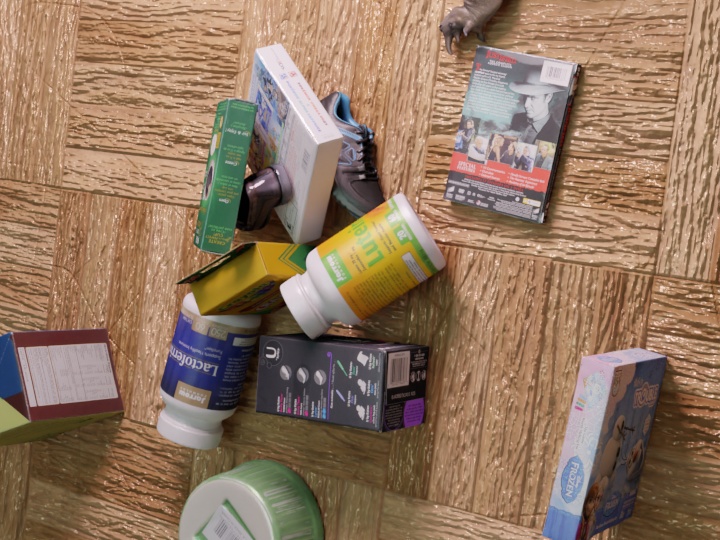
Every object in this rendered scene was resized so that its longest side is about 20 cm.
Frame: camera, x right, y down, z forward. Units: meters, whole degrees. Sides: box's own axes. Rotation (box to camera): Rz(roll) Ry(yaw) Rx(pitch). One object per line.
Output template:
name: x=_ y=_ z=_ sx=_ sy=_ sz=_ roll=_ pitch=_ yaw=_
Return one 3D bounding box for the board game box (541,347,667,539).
board game box: x=0.279 y=0.193 z=1.425 sx=0.043 sy=0.199 sz=0.201 roll=14 pitch=97 yaw=29

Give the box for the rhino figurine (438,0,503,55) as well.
rhino figurine: x=0.151 y=-0.367 z=1.600 sx=0.087 sy=0.060 sz=0.202 roll=32 pitch=107 yaw=31

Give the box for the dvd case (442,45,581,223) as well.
dvd case: x=0.189 y=-0.172 z=1.595 sx=0.145 sy=0.022 sz=0.202 roll=16 pitch=99 yaw=31

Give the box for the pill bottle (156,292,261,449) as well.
pill bottle: x=-0.218 y=0.142 z=1.791 sx=0.115 sy=0.115 sz=0.202 roll=22 pitch=101 yaw=30

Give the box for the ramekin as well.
ramekin: x=-0.158 y=0.368 z=1.757 sx=0.198 sy=0.097 sz=0.203 roll=-1 pitch=89 yaw=32

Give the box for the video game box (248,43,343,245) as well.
video game box: x=-0.096 y=-0.166 z=1.689 sx=0.183 sy=0.046 sz=0.201 roll=55 pitch=150 yaw=27

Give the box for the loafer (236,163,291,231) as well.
loafer: x=-0.153 y=-0.096 z=1.728 sx=0.200 sy=0.062 sz=0.073 roll=-31 pitch=79 yaw=65

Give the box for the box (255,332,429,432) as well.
box: x=-0.024 y=0.142 z=1.663 sx=0.198 sy=0.122 sz=0.107 roll=4 pitch=92 yaw=32

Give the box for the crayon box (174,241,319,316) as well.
crayon box: x=-0.137 y=0.012 z=1.692 sx=0.126 sy=0.199 sz=0.051 roll=-29 pitch=74 yaw=28

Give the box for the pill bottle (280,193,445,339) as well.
pill bottle: x=0.000 y=0.000 z=1.623 sx=0.199 sy=0.111 sz=0.112 roll=-33 pitch=71 yaw=5

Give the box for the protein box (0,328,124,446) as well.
protein box: x=-0.506 y=0.180 z=1.921 sx=0.197 sy=0.199 sz=0.136 roll=-20 pitch=79 yaw=30

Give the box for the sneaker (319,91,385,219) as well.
sneaker: x=-0.012 y=-0.149 z=1.691 sx=0.082 sy=0.073 sz=0.201 roll=-40 pitch=71 yaw=22

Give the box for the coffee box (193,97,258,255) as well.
coffee box: x=-0.181 y=-0.124 z=1.680 sx=0.123 sy=0.043 sz=0.202 roll=-163 pitch=83 yaw=-76
